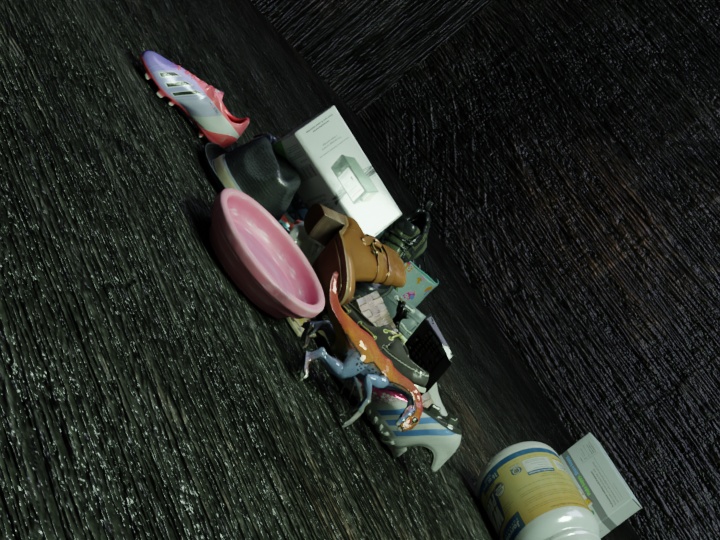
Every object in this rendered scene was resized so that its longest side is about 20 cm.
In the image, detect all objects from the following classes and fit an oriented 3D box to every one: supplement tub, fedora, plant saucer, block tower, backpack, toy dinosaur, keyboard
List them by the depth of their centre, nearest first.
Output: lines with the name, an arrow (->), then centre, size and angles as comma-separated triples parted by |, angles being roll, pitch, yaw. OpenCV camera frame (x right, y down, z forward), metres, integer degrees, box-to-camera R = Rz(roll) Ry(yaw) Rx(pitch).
toy dinosaur -> 0.011, 0.125, 1.377 | 0.179, 0.201, 0.106 | 16, 39, -17
plant saucer -> -0.127, -0.014, 1.447 | 0.201, 0.051, 0.201 | 48, 13, -15
block tower -> 0.035, 0.127, 1.599 | 0.054, 0.058, 0.202 | -20, 79, -47
keyboard -> 0.066, 0.121, 1.627 | 0.128, 0.020, 0.201 | 61, -32, 20
fedora -> -0.150, -0.139, 1.692 | 0.201, 0.091, 0.201 | 50, 9, -11
supplement tub -> 0.274, 0.377, 1.702 | 0.145, 0.144, 0.201 | 44, 12, -39
backpack -> 0.042, -0.016, 1.991 | 0.176, 0.153, 0.200 | 41, 5, -41

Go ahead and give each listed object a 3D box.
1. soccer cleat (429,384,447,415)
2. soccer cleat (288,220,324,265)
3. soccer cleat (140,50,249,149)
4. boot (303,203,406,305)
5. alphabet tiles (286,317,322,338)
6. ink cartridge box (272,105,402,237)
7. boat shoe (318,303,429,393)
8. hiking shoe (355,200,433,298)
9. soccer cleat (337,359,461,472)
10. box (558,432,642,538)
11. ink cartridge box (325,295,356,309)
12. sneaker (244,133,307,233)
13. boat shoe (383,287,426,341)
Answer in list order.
soccer cleat -> 0.087, 0.188, 1.740 | 0.077, 0.069, 0.201 | 38, 20, -46
soccer cleat -> -0.067, -0.028, 1.699 | 0.077, 0.070, 0.200 | 32, 2, 13
soccer cleat -> -0.256, -0.272, 1.723 | 0.200, 0.076, 0.067 | 48, 10, -28
boot -> 0.000, 0.000, 1.593 | 0.154, 0.077, 0.201 | 29, 22, -32
alphabet tiles -> -0.123, 0.010, 1.544 | 0.201, 0.006, 0.166 | 55, 9, 13
ink cartridge box -> -0.041, -0.140, 1.753 | 0.201, 0.084, 0.146 | 57, -20, -10
boat shoe -> 0.021, 0.098, 1.506 | 0.200, 0.061, 0.071 | 30, 1, 39
hiking shoe -> 0.046, -0.036, 1.743 | 0.075, 0.102, 0.200 | 29, 46, 14
soccer cleat -> 0.038, 0.194, 1.492 | 0.198, 0.087, 0.070 | 30, 1, 9
box -> 0.332, 0.379, 1.801 | 0.041, 0.199, 0.157 | 42, 13, -35
ink cartridge box -> -0.013, 0.067, 1.746 | 0.110, 0.050, 0.200 | 54, 10, 7
sneaker -> -0.120, -0.136, 1.825 | 0.201, 0.095, 0.079 | 52, 10, -1
boat shoe -> 0.042, 0.029, 1.802 | 0.073, 0.062, 0.201 | 37, 18, -54
